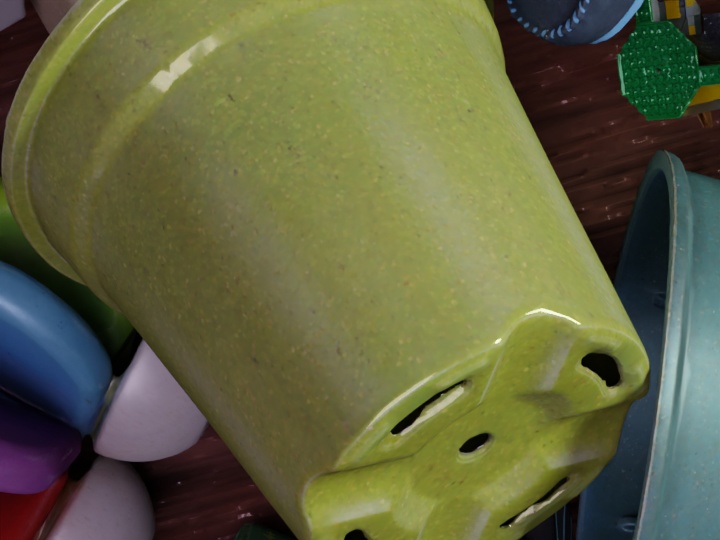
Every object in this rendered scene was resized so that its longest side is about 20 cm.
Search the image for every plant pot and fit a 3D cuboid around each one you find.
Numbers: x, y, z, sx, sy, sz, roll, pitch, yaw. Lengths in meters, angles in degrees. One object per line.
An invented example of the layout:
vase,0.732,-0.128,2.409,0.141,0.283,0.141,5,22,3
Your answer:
plant pot,0.000,0.000,0.821,0.200,0.200,0.184,-45,55,19
plant pot,0.191,0.070,0.873,0.195,0.200,0.201,10,108,0

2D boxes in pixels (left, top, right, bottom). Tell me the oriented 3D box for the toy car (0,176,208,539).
toy car,-0.159,0.059,0.950,0.175,0.150,0.200,29,110,2

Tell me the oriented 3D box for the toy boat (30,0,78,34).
toy boat,-0.076,-0.155,0.900,0.130,0.130,0.200,-31,100,-12

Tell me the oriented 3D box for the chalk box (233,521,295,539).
chalk box,-0.028,0.196,0.969,0.199,0.124,0.124,25,110,-6

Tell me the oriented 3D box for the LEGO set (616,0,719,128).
LEGO set,0.169,-0.147,0.864,0.153,0.116,0.201,-13,90,44

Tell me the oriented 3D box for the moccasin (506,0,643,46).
moccasin,0.075,-0.176,0.816,0.080,0.068,0.201,24,115,38

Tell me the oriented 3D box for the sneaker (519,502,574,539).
sneaker,0.043,0.078,0.960,0.075,0.079,0.201,-11,83,21

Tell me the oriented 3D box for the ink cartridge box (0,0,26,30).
ink cartridge box,-0.205,-0.178,0.853,0.084,0.144,0.200,-28,78,-13
